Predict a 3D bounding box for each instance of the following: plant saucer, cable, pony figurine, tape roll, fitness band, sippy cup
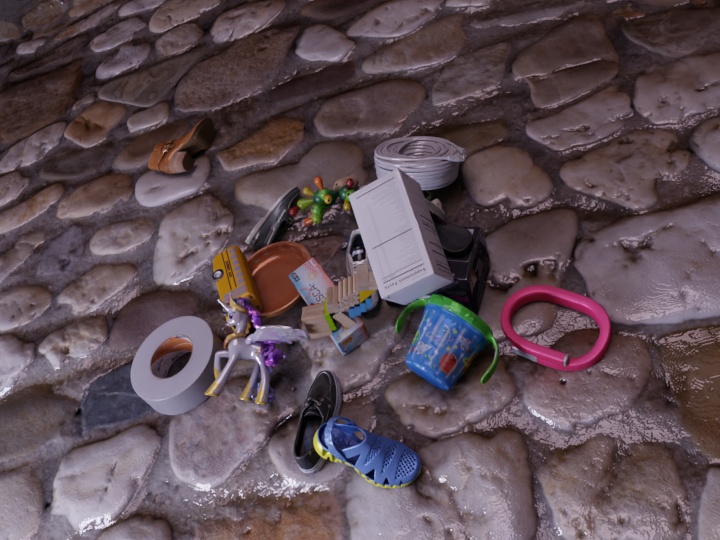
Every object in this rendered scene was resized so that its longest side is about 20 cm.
[{"bbox_3d":[-0.190,0.025,1.525,0.195,0.038,0.204,-13,50,15],"label":"plant saucer"},{"bbox_3d":[0.127,-0.245,1.540,0.194,0.071,0.201,-10,29,-9],"label":"cable"},{"bbox_3d":[-0.202,0.154,1.344,0.187,0.167,0.206,10,80,-4],"label":"pony figurine"},{"bbox_3d":[-0.384,0.199,1.451,0.195,0.067,0.204,-12,48,14],"label":"tape roll"},{"bbox_3d":[0.345,0.098,1.220,0.197,0.038,0.145,19,63,34],"label":"fitness band"},{"bbox_3d":[0.149,0.135,1.224,0.132,0.139,0.177,-56,28,-12],"label":"sippy cup"}]

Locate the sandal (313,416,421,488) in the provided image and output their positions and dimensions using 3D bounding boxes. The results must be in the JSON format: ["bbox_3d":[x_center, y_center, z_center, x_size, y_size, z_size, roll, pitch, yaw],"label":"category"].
[{"bbox_3d":[0.008,0.303,1.155,0.195,0.088,0.081,15,56,11],"label":"sandal"}]

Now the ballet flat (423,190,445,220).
[{"bbox_3d":[0.141,-0.141,1.490,0.063,0.068,0.200,-34,47,-15],"label":"ballet flat"}]

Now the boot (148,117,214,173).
[{"bbox_3d":[-0.518,-0.364,1.971,0.151,0.074,0.203,5,52,32],"label":"boot"}]

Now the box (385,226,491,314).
[{"bbox_3d":[0.143,-0.006,1.344,0.195,0.116,0.134,5,53,26],"label":"box"}]

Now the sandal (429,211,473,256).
[{"bbox_3d":[0.126,-0.087,1.305,0.197,0.048,0.076,20,62,35],"label":"sandal"}]

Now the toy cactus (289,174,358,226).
[{"bbox_3d":[-0.069,-0.182,1.596,0.198,0.104,0.165,-20,16,48],"label":"toy cactus"}]

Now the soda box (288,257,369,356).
[{"bbox_3d":[-0.065,0.072,1.386,0.068,0.064,0.201,-34,58,-7],"label":"soda box"}]

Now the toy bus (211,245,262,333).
[{"bbox_3d":[-0.266,0.043,1.476,0.077,0.066,0.202,-26,46,0],"label":"toy bus"}]

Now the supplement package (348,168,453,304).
[{"bbox_3d":[0.073,-0.057,1.234,0.112,0.109,0.205,-24,72,22],"label":"supplement package"}]

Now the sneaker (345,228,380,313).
[{"bbox_3d":[0.000,0.000,1.434,0.070,0.073,0.204,-15,50,10],"label":"sneaker"}]

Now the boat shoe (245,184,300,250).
[{"bbox_3d":[-0.197,-0.122,1.646,0.061,0.073,0.201,38,60,-4],"label":"boat shoe"}]

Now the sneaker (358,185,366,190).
[{"bbox_3d":[0.051,-0.124,1.526,0.085,0.076,0.202,-19,48,-15],"label":"sneaker"}]

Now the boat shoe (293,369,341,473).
[{"bbox_3d":[-0.080,0.268,1.261,0.067,0.057,0.204,-6,51,20],"label":"boat shoe"}]

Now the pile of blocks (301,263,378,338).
[{"bbox_3d":[-0.029,0.054,1.292,0.198,0.082,0.063,-34,36,26],"label":"pile of blocks"}]
